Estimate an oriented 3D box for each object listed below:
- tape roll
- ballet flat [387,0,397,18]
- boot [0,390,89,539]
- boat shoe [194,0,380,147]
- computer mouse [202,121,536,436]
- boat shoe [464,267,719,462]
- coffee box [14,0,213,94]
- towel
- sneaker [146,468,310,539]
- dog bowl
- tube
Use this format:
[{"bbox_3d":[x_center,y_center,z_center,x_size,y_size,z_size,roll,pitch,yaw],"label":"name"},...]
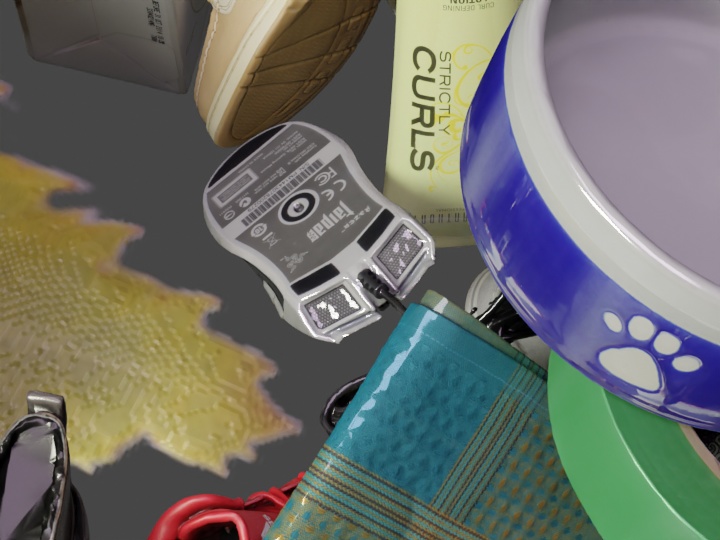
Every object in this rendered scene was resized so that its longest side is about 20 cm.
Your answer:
[{"bbox_3d":[0.173,0.054,1.028,0.200,0.048,0.201,10,55,-15],"label":"tape roll"},{"bbox_3d":[0.070,-0.097,1.192,0.200,0.070,0.065,45,100,18],"label":"ballet flat"},{"bbox_3d":[-0.140,0.162,1.010,0.069,0.174,0.200,8,67,2],"label":"boot"},{"bbox_3d":[-0.029,-0.143,1.143,0.074,0.200,0.069,-17,55,-46],"label":"boat shoe"},{"bbox_3d":[0.000,0.000,1.120,0.110,0.044,0.200,-39,40,-3],"label":"computer mouse"},{"bbox_3d":[0.124,0.061,1.115,0.072,0.069,0.200,-38,73,-15],"label":"boat shoe"},{"bbox_3d":[-0.091,-0.198,1.194,0.080,0.114,0.200,13,67,5],"label":"coffee box"},{"bbox_3d":[0.018,0.121,1.036,0.200,0.147,0.022,-56,38,-2],"label":"towel"},{"bbox_3d":[-0.015,0.109,1.066,0.200,0.116,0.078,-39,74,-14],"label":"sneaker"},{"bbox_3d":[0.141,-0.042,1.000,0.200,0.079,0.200,11,54,-15],"label":"dog bowl"},{"bbox_3d":[0.044,-0.091,1.120,0.058,0.200,0.052,24,43,29],"label":"tube"}]
